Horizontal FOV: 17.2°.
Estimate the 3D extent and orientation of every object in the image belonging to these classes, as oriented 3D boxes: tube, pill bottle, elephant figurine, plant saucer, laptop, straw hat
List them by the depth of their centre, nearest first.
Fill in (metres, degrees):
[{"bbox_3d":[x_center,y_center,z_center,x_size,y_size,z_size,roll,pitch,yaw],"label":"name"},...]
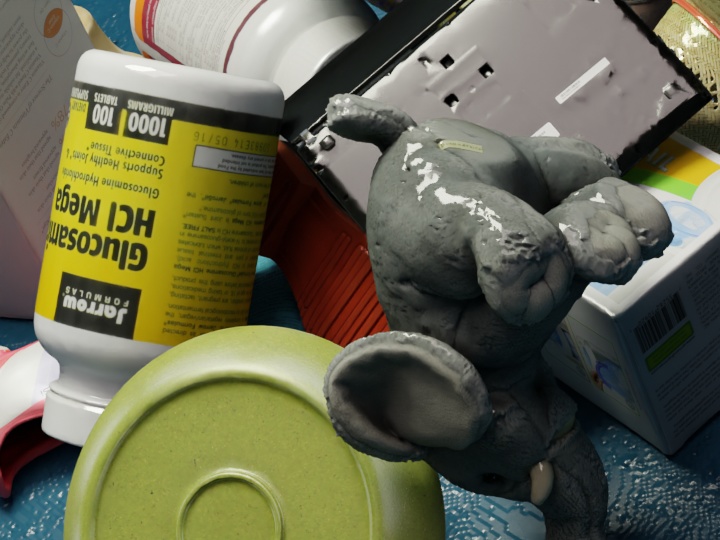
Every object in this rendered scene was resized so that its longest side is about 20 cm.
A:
[{"bbox_3d":[0.052,0.042,1.097,0.140,0.201,0.155,-2,36,-30],"label":"elephant figurine"},{"bbox_3d":[-0.058,0.125,1.141,0.198,0.031,0.202,-3,82,19],"label":"plant saucer"},{"bbox_3d":[-0.109,-0.008,1.248,0.112,0.112,0.202,13,95,37],"label":"pill bottle"},{"bbox_3d":[0.059,-0.085,1.248,0.177,0.103,0.200,-40,67,-1],"label":"laptop"},{"bbox_3d":[0.188,-0.095,1.250,0.085,0.201,0.201,-48,40,3],"label":"straw hat"},{"bbox_3d":[-0.051,0.037,1.320,0.077,0.051,0.201,-16,35,10],"label":"tube"},{"bbox_3d":[-0.051,-0.135,1.459,0.109,0.110,0.200,-37,40,-14],"label":"pill bottle"}]

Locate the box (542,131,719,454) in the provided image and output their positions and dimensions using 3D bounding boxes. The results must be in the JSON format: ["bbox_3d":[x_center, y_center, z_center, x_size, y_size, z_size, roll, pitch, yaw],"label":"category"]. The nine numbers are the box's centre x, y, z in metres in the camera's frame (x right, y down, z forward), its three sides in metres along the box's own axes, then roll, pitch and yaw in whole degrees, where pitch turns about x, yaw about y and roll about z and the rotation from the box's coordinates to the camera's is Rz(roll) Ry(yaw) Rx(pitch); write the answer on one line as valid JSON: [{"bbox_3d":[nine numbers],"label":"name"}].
[{"bbox_3d":[0.121,-0.014,1.236,0.112,0.102,0.200,-39,41,-15],"label":"box"}]

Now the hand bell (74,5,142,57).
[{"bbox_3d":[-0.209,-0.178,1.518,0.103,0.201,0.105,-14,40,12],"label":"hand bell"}]

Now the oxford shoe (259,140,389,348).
[{"bbox_3d":[0.000,0.000,1.298,0.071,0.072,0.201,-49,62,26],"label":"oxford shoe"}]

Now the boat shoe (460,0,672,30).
[{"bbox_3d":[0.115,-0.185,1.453,0.071,0.066,0.200,-29,39,-32],"label":"boat shoe"}]

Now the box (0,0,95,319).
[{"bbox_3d":[-0.217,-0.085,1.416,0.097,0.201,0.125,3,46,30],"label":"box"}]

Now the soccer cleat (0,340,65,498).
[{"bbox_3d":[-0.140,0.048,1.333,0.199,0.067,0.077,-33,59,2],"label":"soccer cleat"}]

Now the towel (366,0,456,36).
[{"bbox_3d":[0.005,-0.173,1.420,0.023,0.199,0.144,-53,42,11],"label":"towel"}]
